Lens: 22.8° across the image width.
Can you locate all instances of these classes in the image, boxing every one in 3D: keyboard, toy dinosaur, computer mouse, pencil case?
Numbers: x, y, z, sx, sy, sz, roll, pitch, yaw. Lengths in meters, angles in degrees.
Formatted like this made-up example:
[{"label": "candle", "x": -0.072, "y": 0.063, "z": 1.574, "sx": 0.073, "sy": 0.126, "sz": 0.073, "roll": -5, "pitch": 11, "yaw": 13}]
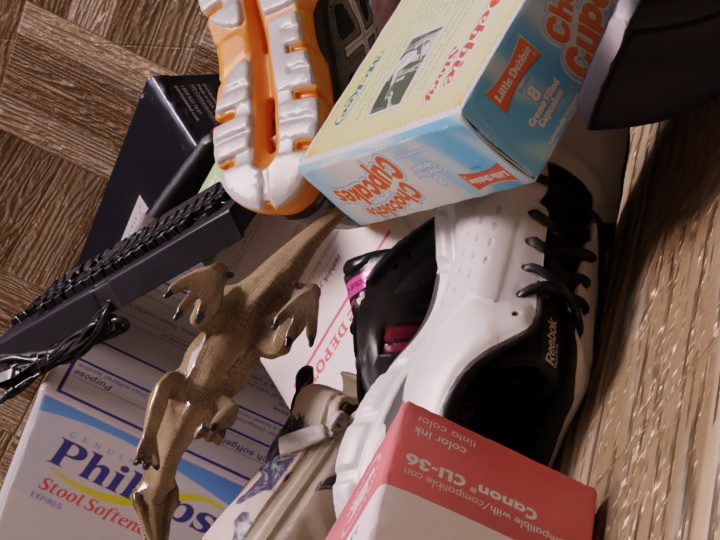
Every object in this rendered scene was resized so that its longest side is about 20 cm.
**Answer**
[{"label": "keyboard", "x": -0.119, "y": 0.005, "z": 0.868, "sx": 0.199, "sy": 0.021, "sz": 0.127, "roll": -28, "pitch": 21, "yaw": 41}, {"label": "toy dinosaur", "x": -0.048, "y": 0.022, "z": 0.726, "sx": 0.201, "sy": 0.058, "sz": 0.101, "roll": -56, "pitch": -1, "yaw": -10}, {"label": "computer mouse", "x": 0.132, "y": -0.130, "z": 0.530, "sx": 0.201, "sy": 0.046, "sz": 0.141, "roll": -56, "pitch": -10, "yaw": -36}, {"label": "pencil case", "x": -0.043, "y": 0.137, "z": 0.715, "sx": 0.201, "sy": 0.077, "sz": 0.090, "roll": -56, "pitch": -39, "yaw": -23}]

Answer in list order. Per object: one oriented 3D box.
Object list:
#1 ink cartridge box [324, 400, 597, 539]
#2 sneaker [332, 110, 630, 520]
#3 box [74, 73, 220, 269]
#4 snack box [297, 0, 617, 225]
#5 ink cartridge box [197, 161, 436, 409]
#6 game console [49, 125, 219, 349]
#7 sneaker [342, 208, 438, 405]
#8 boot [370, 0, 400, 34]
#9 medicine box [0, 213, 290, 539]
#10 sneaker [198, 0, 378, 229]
[{"label": "ink cartridge box", "x": 0.000, "y": 0.144, "z": 0.459, "sx": 0.201, "sy": 0.067, "sz": 0.117, "roll": -72, "pitch": 8, "yaw": -56}, {"label": "sneaker", "x": 0.058, "y": 0.008, "z": 0.607, "sx": 0.080, "sy": 0.073, "sz": 0.202, "roll": -20, "pitch": 48, "yaw": 63}, {"label": "box", "x": -0.061, "y": -0.023, "z": 1.181, "sx": 0.197, "sy": 0.124, "sz": 0.201, "roll": -10, "pitch": -38, "yaw": -38}, {"label": "snack box", "x": 0.063, "y": -0.111, "z": 0.618, "sx": 0.201, "sy": 0.037, "sz": 0.116, "roll": -59, "pitch": 20, "yaw": -20}, {"label": "ink cartridge box", "x": 0.000, "y": 0.000, "z": 0.858, "sx": 0.118, "sy": 0.067, "sz": 0.201, "roll": -57, "pitch": 45, "yaw": 25}, {"label": "game console", "x": -0.067, "y": 0.026, "z": 1.069, "sx": 0.200, "sy": 0.176, "sz": 0.031, "roll": -50, "pitch": 17, "yaw": 27}, {"label": "sneaker", "x": 0.023, "y": 0.034, "z": 0.688, "sx": 0.077, "sy": 0.083, "sz": 0.201, "roll": 122, "pitch": 172, "yaw": -60}, {"label": "boot", "x": 0.026, "y": -0.129, "z": 0.905, "sx": 0.201, "sy": 0.063, "sz": 0.188, "roll": 99, "pitch": 177, "yaw": -48}, {"label": "medicine box", "x": -0.077, "y": 0.087, "z": 0.962, "sx": 0.201, "sy": 0.181, "sz": 0.104, "roll": -72, "pitch": 8, "yaw": -60}, {"label": "sneaker", "x": -0.024, "y": -0.108, "z": 0.808, "sx": 0.078, "sy": 0.077, "sz": 0.202, "roll": -16, "pitch": 62, "yaw": 35}]
